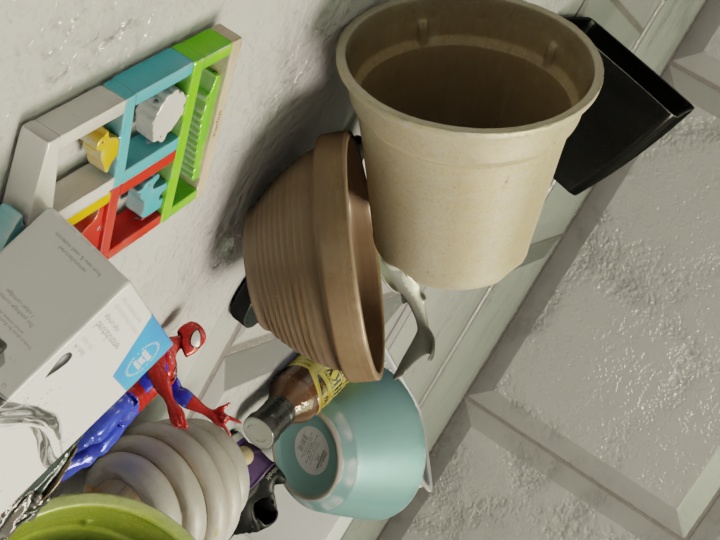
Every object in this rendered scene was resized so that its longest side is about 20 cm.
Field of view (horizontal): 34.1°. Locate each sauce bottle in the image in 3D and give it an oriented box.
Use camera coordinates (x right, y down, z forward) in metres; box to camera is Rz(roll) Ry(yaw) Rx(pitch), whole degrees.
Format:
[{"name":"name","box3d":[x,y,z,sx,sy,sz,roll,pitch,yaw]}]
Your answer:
[{"name":"sauce bottle","box3d":[-0.060,0.130,1.328,0.200,0.065,0.065,-43,161,-46]}]

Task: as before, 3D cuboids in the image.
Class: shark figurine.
[{"name":"shark figurine","box3d":[0.013,0.003,1.216,0.214,0.089,0.128,53,40,-31]}]

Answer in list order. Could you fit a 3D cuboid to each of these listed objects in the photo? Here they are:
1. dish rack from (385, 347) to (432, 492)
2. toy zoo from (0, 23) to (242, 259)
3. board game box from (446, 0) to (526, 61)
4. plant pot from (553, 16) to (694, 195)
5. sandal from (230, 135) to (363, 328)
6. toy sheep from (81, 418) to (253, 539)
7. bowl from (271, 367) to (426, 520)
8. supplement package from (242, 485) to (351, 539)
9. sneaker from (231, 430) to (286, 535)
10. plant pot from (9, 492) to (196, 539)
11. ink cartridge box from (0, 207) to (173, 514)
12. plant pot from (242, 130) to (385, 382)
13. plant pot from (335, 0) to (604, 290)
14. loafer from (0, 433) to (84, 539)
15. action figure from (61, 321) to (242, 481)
[{"name":"dish rack","box3d":[0.036,0.185,1.547,0.172,0.044,0.200,-96,160,-54]},{"name":"toy zoo","box3d":[-0.148,-0.055,0.687,0.200,0.020,0.131,-43,160,-45]},{"name":"board game box","box3d":[0.087,-0.196,1.105,0.148,0.064,0.200,-51,166,-26]},{"name":"plant pot","box3d":[0.315,-0.217,1.621,0.177,0.200,0.200,-51,170,22]},{"name":"sandal","box3d":[-0.042,-0.029,1.061,0.200,0.048,0.075,-57,167,3]},{"name":"toy sheep","box3d":[-0.159,0.187,0.974,0.200,0.138,0.138,-27,148,-57]},{"name":"bowl","box3d":[-0.031,0.211,1.409,0.105,0.201,0.201,-5,130,-47]},{"name":"supplement package","box3d":[-0.057,0.293,1.596,0.200,0.117,0.117,-59,167,5]},{"name":"sneaker","box3d":[-0.142,0.276,1.320,0.076,0.088,0.200,-43,161,-47]},{"name":"plant pot","box3d":[-0.216,0.268,0.825,0.200,0.200,0.190,-49,-170,-31]},{"name":"ink cartridge box","box3d":[-0.203,0.074,0.632,0.200,0.067,0.116,-46,164,-12]},{"name":"plant pot","box3d":[-0.039,-0.008,0.944,0.201,0.093,0.201,-6,90,-83]},{"name":"plant pot","box3d":[0.078,-0.092,0.937,0.200,0.200,0.184,-45,150,-40]},{"name":"loafer","box3d":[-0.230,0.142,0.714,0.200,0.072,0.063,-46,127,-17]},{"name":"action figure","box3d":[-0.165,0.124,0.885,0.200,0.099,0.065,-53,167,-28]}]
